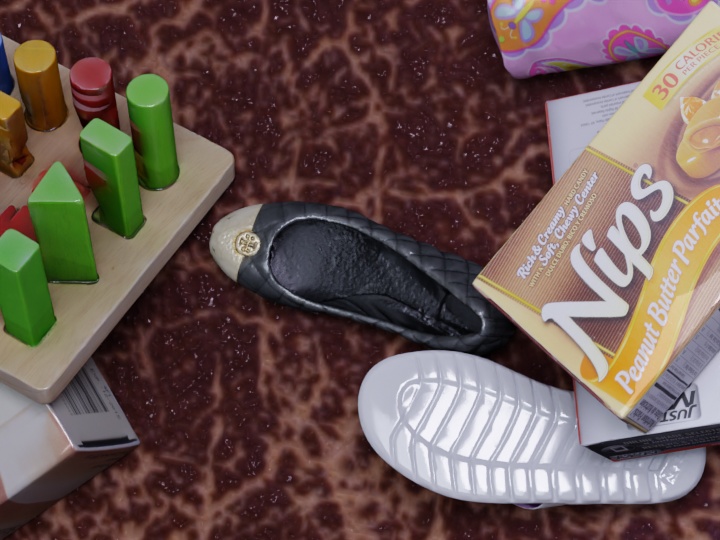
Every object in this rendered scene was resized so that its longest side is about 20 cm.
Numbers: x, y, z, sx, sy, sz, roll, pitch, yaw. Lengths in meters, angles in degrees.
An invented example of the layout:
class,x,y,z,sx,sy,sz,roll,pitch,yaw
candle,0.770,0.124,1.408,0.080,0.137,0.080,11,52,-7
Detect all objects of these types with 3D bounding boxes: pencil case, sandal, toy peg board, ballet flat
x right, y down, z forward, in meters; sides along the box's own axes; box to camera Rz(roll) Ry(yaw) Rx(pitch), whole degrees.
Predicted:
class,x,y,z,sx,sy,sz,roll,pitch,yaw
pencil case,0.169,-0.166,1.307,0.199,0.087,0.088,-12,84,17
sandal,0.096,0.101,1.334,0.201,0.050,0.083,12,76,6
toy peg board,-0.210,-0.061,1.369,0.198,0.098,0.200,28,60,17
ballet flat,0.000,0.000,1.368,0.199,0.057,0.067,15,92,19

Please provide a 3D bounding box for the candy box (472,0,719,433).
class,x,y,z,sx,sy,sz,roll,pitch,yaw
candy box,0.168,-0.028,1.229,0.115,0.055,0.200,42,96,26

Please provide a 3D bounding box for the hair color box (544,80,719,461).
class,x,y,z,sx,sy,sz,roll,pitch,yaw
hair color box,0.167,-0.002,1.289,0.101,0.061,0.201,-10,73,22

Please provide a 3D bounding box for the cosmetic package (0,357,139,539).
class,x,y,z,sx,sy,sz,roll,pitch,yaw
cosmetic package,-0.249,0.126,1.424,0.200,0.103,0.088,-34,79,16
